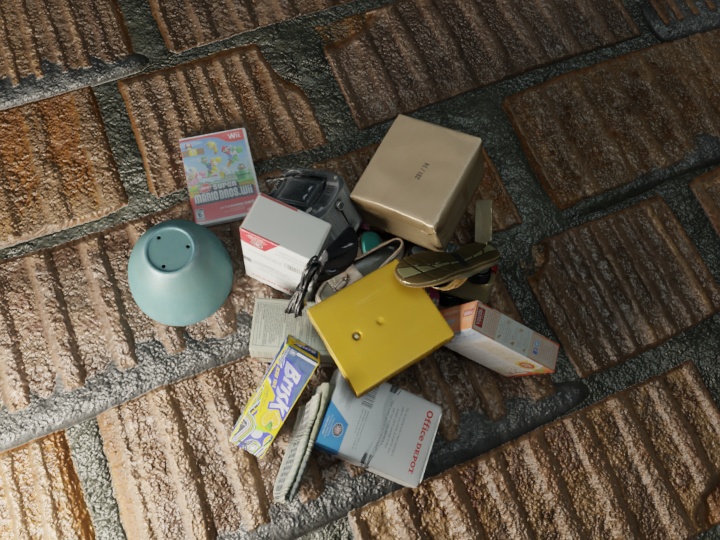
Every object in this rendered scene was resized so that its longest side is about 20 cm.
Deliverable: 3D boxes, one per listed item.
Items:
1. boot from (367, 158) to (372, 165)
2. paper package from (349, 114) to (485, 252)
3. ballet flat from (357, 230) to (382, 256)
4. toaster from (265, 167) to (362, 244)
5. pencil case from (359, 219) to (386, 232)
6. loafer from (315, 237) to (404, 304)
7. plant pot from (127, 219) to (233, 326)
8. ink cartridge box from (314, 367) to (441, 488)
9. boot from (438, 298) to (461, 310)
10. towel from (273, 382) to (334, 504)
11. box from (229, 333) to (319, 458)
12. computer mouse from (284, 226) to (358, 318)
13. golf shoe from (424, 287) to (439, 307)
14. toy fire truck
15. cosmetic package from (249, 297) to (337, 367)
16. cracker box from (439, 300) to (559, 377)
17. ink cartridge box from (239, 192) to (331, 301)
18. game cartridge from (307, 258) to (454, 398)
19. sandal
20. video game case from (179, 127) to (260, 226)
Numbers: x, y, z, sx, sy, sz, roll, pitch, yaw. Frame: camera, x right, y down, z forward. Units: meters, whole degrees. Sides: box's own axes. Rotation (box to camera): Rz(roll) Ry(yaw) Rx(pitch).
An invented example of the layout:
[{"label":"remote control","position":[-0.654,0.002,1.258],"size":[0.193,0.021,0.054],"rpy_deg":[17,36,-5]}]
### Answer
[{"label":"boot","position":[0.102,-0.186,1.302],"size":[0.129,0.069,0.200],"rpy_deg":[-21,37,-20]},{"label":"paper package","position":[0.109,-0.162,1.186],"size":[0.189,0.104,0.202],"rpy_deg":[23,72,25]},{"label":"ballet flat","position":[0.023,0.025,1.254],"size":[0.067,0.067,0.203],"rpy_deg":[4,70,-11]},{"label":"toaster","position":[-0.091,-0.115,1.234],"size":[0.198,0.130,0.115],"rpy_deg":[14,62,39]},{"label":"pencil case","position":[0.080,-0.120,1.307],"size":[0.196,0.088,0.089],"rpy_deg":[1,70,-6]},{"label":"loafer","position":[0.000,0.000,1.183],"size":[0.199,0.063,0.072],"rpy_deg":[-34,70,-23]},{"label":"plant pot","position":[-0.341,-0.014,1.193],"size":[0.196,0.135,0.203],"rpy_deg":[2,69,-5]},{"label":"ink cartridge box","position":[0.025,0.276,1.139],"size":[0.198,0.086,0.148],"rpy_deg":[25,68,-8]},{"label":"boot","position":[0.126,0.097,1.245],"size":[0.199,0.074,0.075],"rpy_deg":[-39,66,-25]},{"label":"towel","position":[-0.102,0.288,1.079],"size":[0.034,0.193,0.203],"rpy_deg":[22,70,-4]},{"label":"box","position":[-0.148,0.217,1.117],"size":[0.069,0.064,0.202],"rpy_deg":[30,96,-8]},{"label":"computer mouse","position":[-0.059,0.011,1.120],"size":[0.046,0.141,0.200],"rpy_deg":[33,30,7]},{"label":"golf shoe","position":[0.067,0.101,1.172],"size":[0.200,0.091,0.076],"rpy_deg":[-49,115,-23]},{"label":"toy fire truck","position":[0.187,-0.044,1.253],"size":[0.173,0.130,0.201],"rpy_deg":[15,41,13]},{"label":"cosmetic package","position":[-0.102,0.118,1.196],"size":[0.196,0.087,0.105],"rpy_deg":[6,67,-3]},{"label":"cracker box","position":[0.241,0.128,1.169],"size":[0.198,0.133,0.058],"rpy_deg":[27,67,-21]},{"label":"ink cartridge box","position":[-0.138,-0.036,1.190],"size":[0.143,0.201,0.085],"rpy_deg":[24,65,3]},{"label":"game cartridge","position":[0.034,0.093,1.106],"size":[0.198,0.033,0.177],"rpy_deg":[-28,68,-14]},{"label":"sandal","position":[0.155,0.001,1.126],"size":[0.197,0.055,0.081],"rpy_deg":[-13,39,-20]},{"label":"video game case","position":[-0.287,-0.194,1.327],"size":[0.141,0.017,0.203],"rpy_deg":[-12,72,-10]}]
